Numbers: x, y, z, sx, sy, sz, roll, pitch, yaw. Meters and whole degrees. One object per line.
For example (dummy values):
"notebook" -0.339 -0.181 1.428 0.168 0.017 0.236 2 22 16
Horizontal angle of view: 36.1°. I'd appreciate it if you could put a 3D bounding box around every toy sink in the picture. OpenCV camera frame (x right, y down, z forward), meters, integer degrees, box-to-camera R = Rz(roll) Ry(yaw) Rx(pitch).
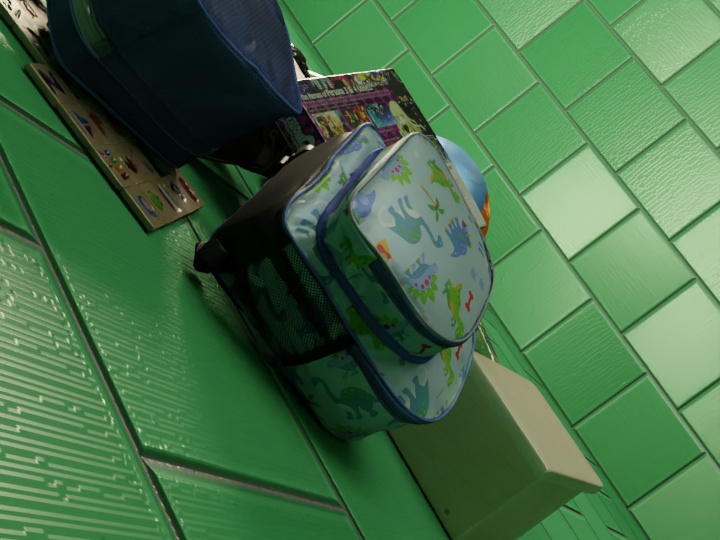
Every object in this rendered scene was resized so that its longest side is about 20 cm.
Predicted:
"toy sink" 0.123 0.172 1.022 0.131 0.112 0.200 57 14 26

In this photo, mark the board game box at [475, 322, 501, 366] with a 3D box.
"board game box" 0.092 0.097 1.177 0.024 0.104 0.200 54 8 -15

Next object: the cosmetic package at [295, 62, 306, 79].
"cosmetic package" -0.133 -0.207 1.098 0.087 0.104 0.201 21 29 -39

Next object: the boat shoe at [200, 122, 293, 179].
"boat shoe" -0.074 -0.116 0.994 0.198 0.072 0.072 -5 51 -47

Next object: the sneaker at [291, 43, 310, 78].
"sneaker" -0.106 -0.187 1.215 0.090 0.066 0.201 44 -24 18

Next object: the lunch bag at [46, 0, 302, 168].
"lunch bag" -0.146 -0.177 0.812 0.200 0.131 0.138 45 27 -52

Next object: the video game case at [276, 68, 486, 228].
"video game case" 0.020 -0.094 1.001 0.183 0.036 0.199 59 32 4

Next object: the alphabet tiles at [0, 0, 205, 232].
"alphabet tiles" -0.190 -0.118 0.794 0.201 0.008 0.167 53 8 -5

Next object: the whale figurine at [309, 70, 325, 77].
"whale figurine" -0.108 -0.197 1.331 0.198 0.105 0.158 24 -11 -34

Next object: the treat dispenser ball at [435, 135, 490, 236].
"treat dispenser ball" 0.075 -0.081 1.479 0.202 0.200 0.201 52 8 -10

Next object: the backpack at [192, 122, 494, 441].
"backpack" 0.010 0.013 0.805 0.202 0.145 0.183 61 35 -17
